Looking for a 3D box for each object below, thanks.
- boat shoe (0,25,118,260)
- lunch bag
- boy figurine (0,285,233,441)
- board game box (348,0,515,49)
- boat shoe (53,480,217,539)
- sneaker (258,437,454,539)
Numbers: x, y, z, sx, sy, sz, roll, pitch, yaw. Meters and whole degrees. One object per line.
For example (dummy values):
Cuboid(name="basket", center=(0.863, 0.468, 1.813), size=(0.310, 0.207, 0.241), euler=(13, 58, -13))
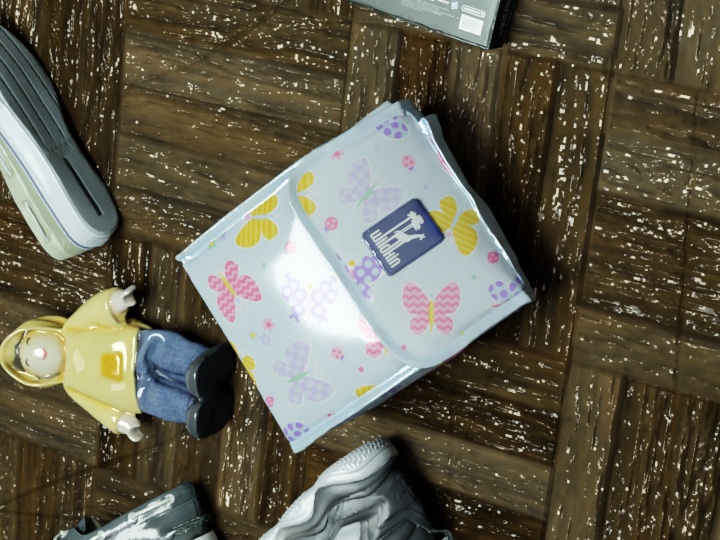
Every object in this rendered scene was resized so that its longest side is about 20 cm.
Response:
Cuboid(name="boat shoe", center=(-0.265, -0.099, 1.332), size=(0.062, 0.072, 0.201), euler=(-30, 88, 29))
Cuboid(name="lunch bag", center=(0.000, 0.000, 1.170), size=(0.199, 0.127, 0.170), euler=(-33, 86, 25))
Cuboid(name="boy figurine", center=(-0.194, 0.069, 1.335), size=(0.199, 0.064, 0.125), euler=(13, 110, 24))
Cuboid(name="board game box", center=(0.022, -0.245, 1.155), size=(0.199, 0.028, 0.136), euler=(23, 112, 25))
Cuboid(name="boat shoe", center=(-0.209, 0.225, 1.367), size=(0.199, 0.076, 0.061), euler=(-21, 85, 12))
Cuboid(name="sneaker", center=(-0.016, 0.224, 1.256), size=(0.114, 0.075, 0.200), euler=(49, 118, 15))
